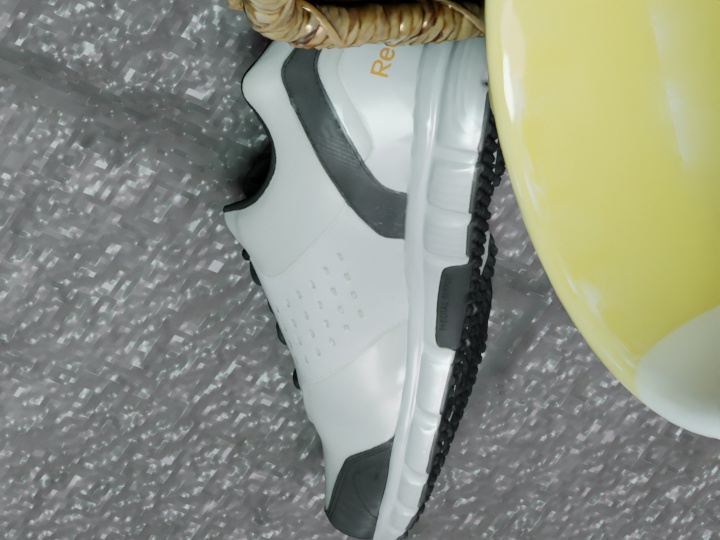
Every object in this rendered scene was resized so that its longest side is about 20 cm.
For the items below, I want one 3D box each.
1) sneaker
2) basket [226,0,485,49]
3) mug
[{"bbox_3d":[0.000,0.000,0.871,0.079,0.074,0.201,12,131,8],"label":"sneaker"},{"bbox_3d":[0.059,-0.115,0.743,0.199,0.149,0.143,-11,128,-12],"label":"basket"},{"bbox_3d":[0.122,-0.063,0.691,0.152,0.187,0.150,-16,131,-26],"label":"mug"}]
